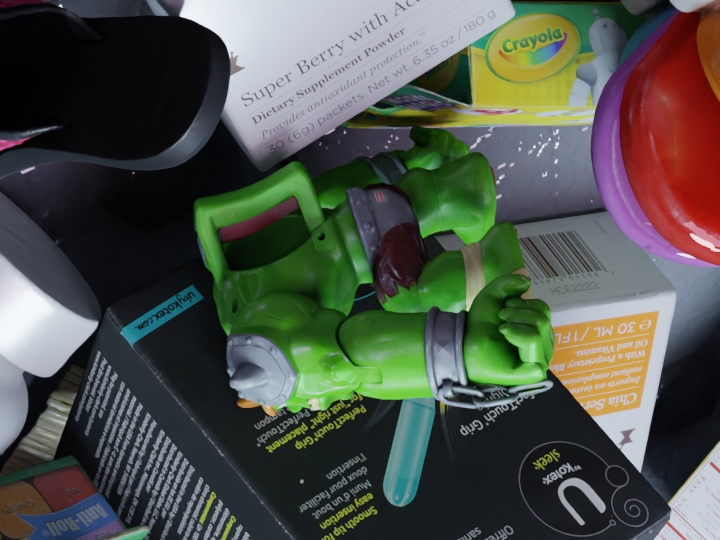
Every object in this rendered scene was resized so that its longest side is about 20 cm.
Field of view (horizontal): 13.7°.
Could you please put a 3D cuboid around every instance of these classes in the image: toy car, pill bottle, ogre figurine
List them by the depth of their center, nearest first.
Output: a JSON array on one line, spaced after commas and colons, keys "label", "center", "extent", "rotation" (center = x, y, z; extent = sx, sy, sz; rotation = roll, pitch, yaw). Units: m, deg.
[{"label": "toy car", "center": [0.154, -0.067, 1.119], "extent": [0.175, 0.200, 0.150], "rotation": [42, 89, -8]}, {"label": "ogre figurine", "center": [0.000, 0.000, 1.144], "extent": [0.119, 0.201, 0.098], "rotation": [-11, 135, -4]}, {"label": "pill bottle", "center": [-0.204, 0.058, 1.202], "extent": [0.200, 0.110, 0.109], "rotation": [-45, 131, 8]}]

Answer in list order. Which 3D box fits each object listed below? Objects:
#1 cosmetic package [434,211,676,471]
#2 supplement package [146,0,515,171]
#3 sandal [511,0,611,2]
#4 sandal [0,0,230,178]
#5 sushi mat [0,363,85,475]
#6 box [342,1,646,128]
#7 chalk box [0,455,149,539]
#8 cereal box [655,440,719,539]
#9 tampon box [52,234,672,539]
[{"label": "cosmetic package", "center": [0.074, 0.079, 1.390], "extent": [0.101, 0.071, 0.201], "rotation": [-9, 127, -22]}, {"label": "supplement package", "center": [-0.046, -0.163, 1.117], "extent": [0.121, 0.120, 0.200], "rotation": [-32, 132, -2]}, {"label": "sandal", "center": [0.110, -0.152, 1.268], "extent": [0.199, 0.043, 0.076], "rotation": [-6, 133, -36]}, {"label": "sandal", "center": [-0.128, -0.071, 1.111], "extent": [0.045, 0.199, 0.076], "rotation": [22, 75, -42]}, {"label": "sushi mat", "center": [-0.069, 0.115, 1.343], "extent": [0.199, 0.012, 0.096], "rotation": [26, 112, -22]}, {"label": "box", "center": [0.081, -0.084, 1.245], "extent": [0.199, 0.117, 0.049], "rotation": [-4, 90, -27]}, {"label": "chalk box", "center": [-0.146, 0.164, 1.184], "extent": [0.124, 0.124, 0.201], "rotation": [-13, 142, -42]}, {"label": "cereal box", "center": [0.220, 0.074, 1.443], "extent": [0.200, 0.040, 0.144], "rotation": [-52, 161, 14]}, {"label": "tampon box", "center": [-0.004, 0.091, 1.229], "extent": [0.149, 0.200, 0.127], "rotation": [-28, 158, -33]}]
